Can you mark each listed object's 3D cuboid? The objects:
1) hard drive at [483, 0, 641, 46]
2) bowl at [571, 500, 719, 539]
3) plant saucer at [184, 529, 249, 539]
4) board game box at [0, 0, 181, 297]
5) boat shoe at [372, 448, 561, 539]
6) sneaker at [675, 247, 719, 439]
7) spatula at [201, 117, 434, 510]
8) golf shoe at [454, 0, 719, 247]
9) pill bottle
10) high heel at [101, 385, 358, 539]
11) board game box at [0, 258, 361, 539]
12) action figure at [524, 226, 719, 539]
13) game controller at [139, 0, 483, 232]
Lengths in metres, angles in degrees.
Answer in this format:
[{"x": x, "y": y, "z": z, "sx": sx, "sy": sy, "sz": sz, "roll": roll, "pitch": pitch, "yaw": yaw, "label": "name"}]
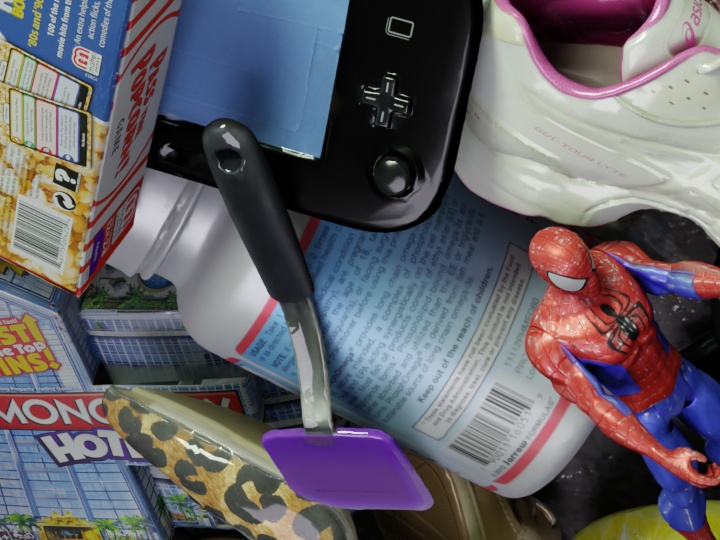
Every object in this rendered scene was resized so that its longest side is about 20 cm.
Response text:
[{"x": 0.018, "y": -0.137, "z": 0.698, "sx": 0.198, "sy": 0.025, "sz": 0.133, "roll": 4, "pitch": 137, "yaw": 13, "label": "hard drive"}, {"x": 0.182, "y": 0.187, "z": 0.890, "sx": 0.198, "sy": 0.108, "sz": 0.200, "roll": 9, "pitch": 155, "yaw": 4, "label": "bowl"}, {"x": -0.016, "y": 0.200, "z": 1.021, "sx": 0.199, "sy": 0.030, "sz": 0.201, "roll": 26, "pitch": 145, "yaw": 20, "label": "plant saucer"}, {"x": -0.161, "y": -0.096, "z": 0.670, "sx": 0.199, "sy": 0.046, "sz": 0.152, "roll": 26, "pitch": 136, "yaw": 6, "label": "board game box"}, {"x": 0.056, "y": 0.124, "z": 0.938, "sx": 0.071, "sy": 0.064, "sz": 0.201, "roll": 34, "pitch": 155, "yaw": 35, "label": "boat shoe"}, {"x": 0.183, "y": 0.018, "z": 0.773, "sx": 0.089, "sy": 0.079, "sz": 0.200, "roll": 25, "pitch": 137, "yaw": -13, "label": "sneaker"}, {"x": -0.022, "y": 0.024, "z": 0.723, "sx": 0.056, "sy": 0.021, "sz": 0.201, "roll": -2, "pitch": 130, "yaw": 19, "label": "spatula"}, {"x": 0.127, "y": -0.054, "z": 0.682, "sx": 0.198, "sy": 0.076, "sz": 0.092, "roll": 7, "pitch": 143, "yaw": 5, "label": "golf shoe"}, {"x": 0.000, "y": 0.000, "z": 0.786, "sx": 0.199, "sy": 0.109, "sz": 0.109, "roll": 27, "pitch": 137, "yaw": -11, "label": "pill bottle"}, {"x": -0.047, "y": 0.145, "z": 0.845, "sx": 0.199, "sy": 0.071, "sz": 0.143, "roll": 31, "pitch": 97, "yaw": -7, "label": "high heel"}, {"x": -0.110, "y": 0.042, "z": 0.900, "sx": 0.198, "sy": 0.062, "sz": 0.201, "roll": -1, "pitch": 136, "yaw": 18, "label": "board game box"}, {"x": 0.128, "y": 0.055, "z": 0.724, "sx": 0.099, "sy": 0.065, "sz": 0.200, "roll": 20, "pitch": 157, "yaw": 52, "label": "action figure"}, {"x": -0.055, "y": -0.084, "z": 0.696, "sx": 0.199, "sy": 0.042, "sz": 0.105, "roll": 16, "pitch": 117, "yaw": 15, "label": "game controller"}]
